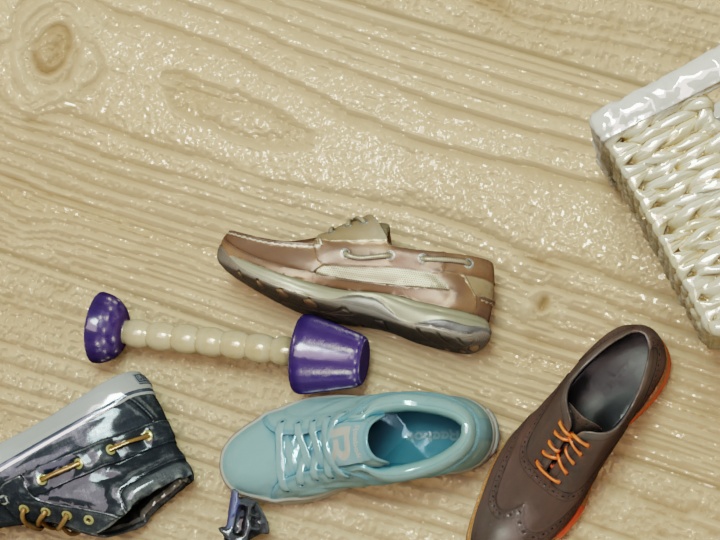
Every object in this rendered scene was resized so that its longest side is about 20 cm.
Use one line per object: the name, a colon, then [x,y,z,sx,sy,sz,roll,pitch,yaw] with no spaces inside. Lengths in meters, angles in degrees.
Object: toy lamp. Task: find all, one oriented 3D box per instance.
toy lamp: [-0.092,0.051,1.433,0.198,0.058,0.059,8,82,15]

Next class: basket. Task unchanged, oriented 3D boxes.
basket: [0.268,-0.059,1.311,0.197,0.200,0.162,-26,82,6]

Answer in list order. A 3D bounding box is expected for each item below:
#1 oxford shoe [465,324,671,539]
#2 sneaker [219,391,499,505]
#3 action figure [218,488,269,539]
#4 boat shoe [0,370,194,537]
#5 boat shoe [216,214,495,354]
oxford shoe: [0.133,0.117,1.366,0.071,0.073,0.201,33,88,14]
sneaker: [-0.008,0.114,1.390,0.198,0.082,0.075,-12,77,10]
action figure: [-0.063,0.250,1.366,0.191,0.105,0.202,1,88,-2]
boat shoe: [-0.216,0.159,1.428,0.199,0.071,0.091,-33,72,2]
boat shoe: [0.000,0.000,1.418,0.198,0.076,0.072,15,80,4]
